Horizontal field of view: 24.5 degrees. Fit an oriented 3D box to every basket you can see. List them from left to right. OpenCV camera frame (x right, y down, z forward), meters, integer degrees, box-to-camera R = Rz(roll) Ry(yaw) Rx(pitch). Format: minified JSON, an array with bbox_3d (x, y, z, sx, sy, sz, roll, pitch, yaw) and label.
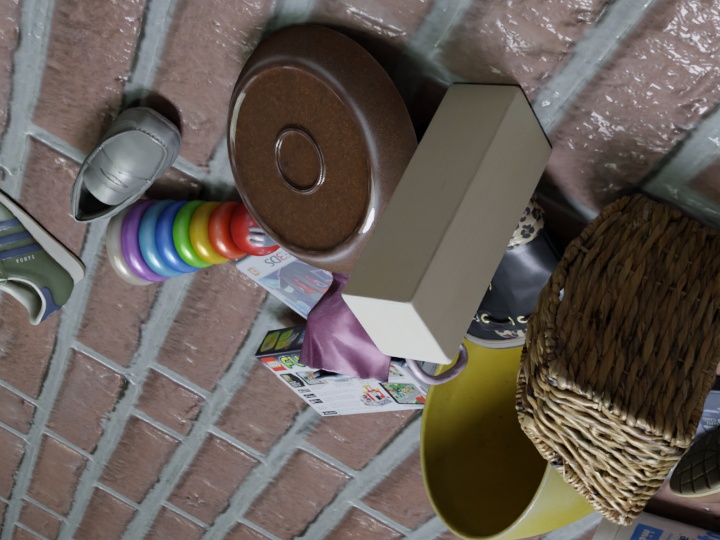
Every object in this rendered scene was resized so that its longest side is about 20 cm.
[{"bbox_3d":[0.193,0.064,1.258,0.142,0.201,0.149,25,146,6],"label":"basket"}]

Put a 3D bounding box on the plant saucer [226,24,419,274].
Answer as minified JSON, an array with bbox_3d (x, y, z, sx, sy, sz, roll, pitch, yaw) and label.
[{"bbox_3d":[-0.039,-0.089,1.296,0.199,0.034,0.202,19,120,36],"label":"plant saucer"}]

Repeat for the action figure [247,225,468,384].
[{"bbox_3d":[0.000,0.000,1.406,0.148,0.134,0.202,14,117,34],"label":"action figure"}]

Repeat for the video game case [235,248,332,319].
[{"bbox_3d":[-0.004,0.026,1.594,0.199,0.023,0.182,37,152,-16],"label":"video game case"}]

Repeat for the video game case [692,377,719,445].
[{"bbox_3d":[0.358,0.160,1.489,0.142,0.019,0.200,2,142,41],"label":"video game case"}]

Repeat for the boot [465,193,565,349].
[{"bbox_3d":[0.114,-0.005,1.374,0.199,0.073,0.151,11,144,56],"label":"boot"}]

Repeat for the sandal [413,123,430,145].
[{"bbox_3d":[-0.014,-0.099,1.336,0.199,0.075,0.045,3,134,45],"label":"sandal"}]

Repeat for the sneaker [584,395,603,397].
[{"bbox_3d":[0.218,0.108,1.373,0.070,0.076,0.199,-16,169,29],"label":"sneaker"}]

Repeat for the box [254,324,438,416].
[{"bbox_3d":[-0.008,0.097,1.656,0.110,0.035,0.199,43,150,-25],"label":"box"}]

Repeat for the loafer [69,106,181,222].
[{"bbox_3d":[-0.221,-0.093,1.540,0.070,0.070,0.200,34,153,-11],"label":"loafer"}]

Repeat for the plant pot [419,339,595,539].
[{"bbox_3d":[0.167,0.149,1.496,0.141,0.202,0.199,11,164,-32],"label":"plant pot"}]

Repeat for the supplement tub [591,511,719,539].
[{"bbox_3d":[0.335,0.325,1.671,0.198,0.133,0.132,13,149,27],"label":"supplement tub"}]

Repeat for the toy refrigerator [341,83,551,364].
[{"bbox_3d":[0.064,-0.037,1.221,0.069,0.201,0.076,6,147,36],"label":"toy refrigerator"}]

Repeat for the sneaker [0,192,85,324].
[{"bbox_3d":[-0.397,-0.021,1.810,0.200,0.090,0.067,42,151,-24],"label":"sneaker"}]

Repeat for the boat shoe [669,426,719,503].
[{"bbox_3d":[0.344,0.173,1.424,0.067,0.072,0.200,38,149,-15],"label":"boat shoe"}]

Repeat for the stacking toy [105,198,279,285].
[{"bbox_3d":[-0.149,-0.032,1.575,0.199,0.086,0.085,-3,140,40],"label":"stacking toy"}]
